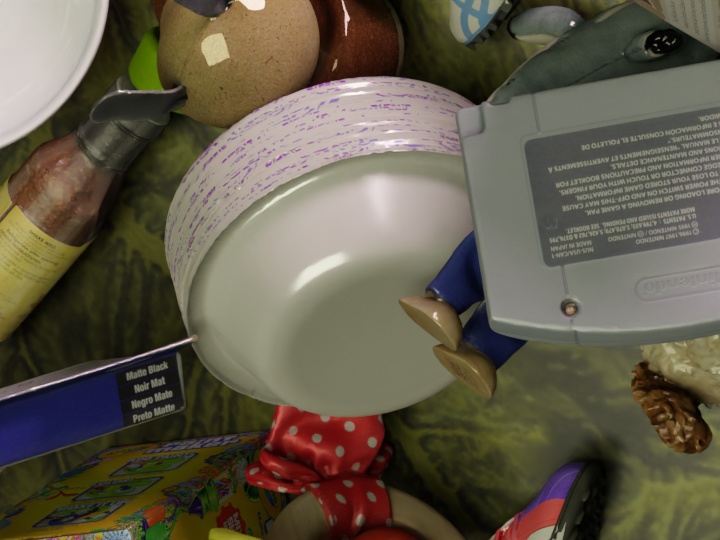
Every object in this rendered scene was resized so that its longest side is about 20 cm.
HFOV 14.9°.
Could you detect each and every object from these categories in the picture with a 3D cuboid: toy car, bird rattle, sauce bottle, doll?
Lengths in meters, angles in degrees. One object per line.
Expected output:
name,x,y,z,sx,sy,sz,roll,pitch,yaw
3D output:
toy car,-0.077,-0.134,1.489,0.158,0.200,0.165,36,114,17
bird rattle,-0.008,0.166,1.551,0.163,0.200,0.113,29,125,4
sauce bottle,-0.186,-0.033,1.639,0.066,0.066,0.200,48,116,5
doll,0.113,-0.026,1.437,0.048,0.200,0.137,30,162,50

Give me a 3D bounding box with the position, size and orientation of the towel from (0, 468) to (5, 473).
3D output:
towel,-0.308,0.115,1.651,0.132,0.200,0.035,23,117,16

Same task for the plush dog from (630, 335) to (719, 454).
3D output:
plush dog,0.226,0.017,1.464,0.171,0.160,0.201,4,77,35

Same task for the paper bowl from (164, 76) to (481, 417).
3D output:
paper bowl,0.000,0.000,1.490,0.201,0.200,0.105,-44,42,25

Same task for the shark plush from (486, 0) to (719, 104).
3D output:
shark plush,0.162,-0.112,1.463,0.199,0.083,0.091,-12,91,13

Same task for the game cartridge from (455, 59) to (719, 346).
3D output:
game cartridge,0.154,-0.033,1.363,0.199,0.041,0.134,-9,72,4

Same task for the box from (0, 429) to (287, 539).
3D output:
box,-0.121,0.219,1.605,0.122,0.193,0.201,-8,101,24

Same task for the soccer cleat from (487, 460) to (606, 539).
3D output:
soccer cleat,0.079,0.188,1.588,0.073,0.068,0.201,29,115,17

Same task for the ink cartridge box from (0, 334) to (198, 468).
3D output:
ink cartridge box,-0.201,0.089,1.511,0.200,0.199,0.041,-15,92,67

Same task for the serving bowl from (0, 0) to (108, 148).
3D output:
serving bowl,-0.242,-0.162,1.611,0.199,0.066,0.201,0,88,4

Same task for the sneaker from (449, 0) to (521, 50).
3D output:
sneaker,0.070,-0.193,1.456,0.072,0.072,0.200,30,149,11

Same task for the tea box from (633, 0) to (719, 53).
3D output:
tea box,0.186,-0.226,1.333,0.133,0.200,0.197,34,90,11
